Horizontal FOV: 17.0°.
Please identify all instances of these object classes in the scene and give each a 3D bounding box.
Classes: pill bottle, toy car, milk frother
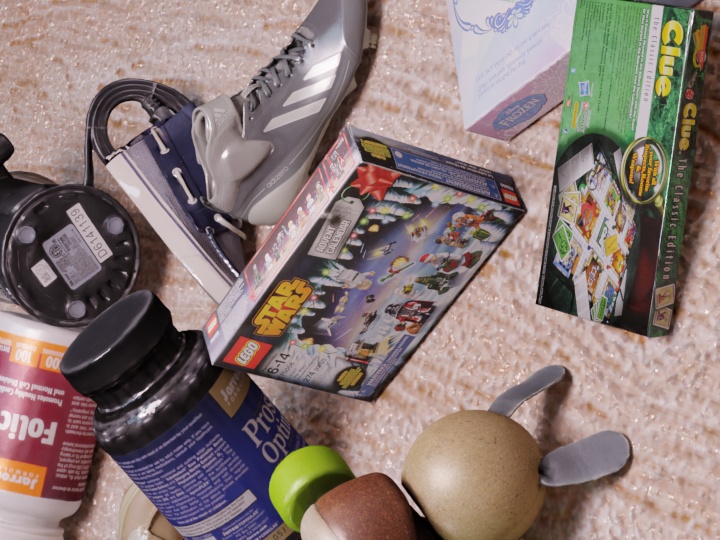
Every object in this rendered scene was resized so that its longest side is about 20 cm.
[{"bbox_3d":[-0.117,0.114,1.694,0.112,0.200,0.112,-34,20,14],"label":"pill bottle"},{"bbox_3d":[-0.279,0.141,2.016,0.114,0.114,0.201,12,89,56],"label":"pill bottle"},{"bbox_3d":[0.073,0.149,1.521,0.200,0.158,0.164,-41,43,0],"label":"toy car"},{"bbox_3d":[-0.237,-0.062,2.031,0.188,0.200,0.181,16,123,67],"label":"milk frother"}]

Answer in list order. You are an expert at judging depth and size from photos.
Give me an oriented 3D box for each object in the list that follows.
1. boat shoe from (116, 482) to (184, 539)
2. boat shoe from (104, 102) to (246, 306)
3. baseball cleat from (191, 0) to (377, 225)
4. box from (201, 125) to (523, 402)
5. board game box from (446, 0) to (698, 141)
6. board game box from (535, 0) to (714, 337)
[{"bbox_3d":[-0.154,0.219,1.851,0.065,0.072,0.200,53,125,39],"label":"boat shoe"},{"bbox_3d":[-0.113,-0.047,1.882,0.093,0.075,0.200,-39,64,-2],"label":"boat shoe"},{"bbox_3d":[-0.062,-0.132,1.804,0.070,0.106,0.200,29,101,61],"label":"baseball cleat"},{"bbox_3d":[0.000,0.000,1.638,0.200,0.137,0.040,-53,37,31],"label":"box"},{"bbox_3d":[0.132,-0.220,1.607,0.200,0.043,0.200,-35,51,45],"label":"board game box"},{"bbox_3d":[0.162,-0.067,1.489,0.105,0.023,0.201,19,104,52],"label":"board game box"}]
